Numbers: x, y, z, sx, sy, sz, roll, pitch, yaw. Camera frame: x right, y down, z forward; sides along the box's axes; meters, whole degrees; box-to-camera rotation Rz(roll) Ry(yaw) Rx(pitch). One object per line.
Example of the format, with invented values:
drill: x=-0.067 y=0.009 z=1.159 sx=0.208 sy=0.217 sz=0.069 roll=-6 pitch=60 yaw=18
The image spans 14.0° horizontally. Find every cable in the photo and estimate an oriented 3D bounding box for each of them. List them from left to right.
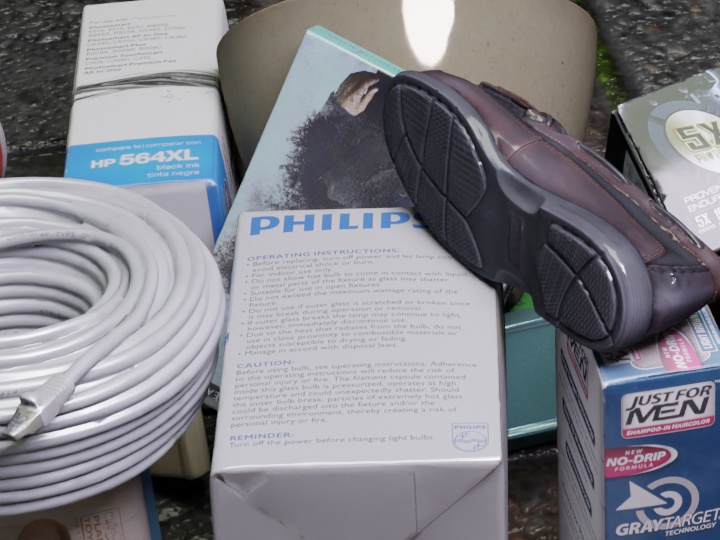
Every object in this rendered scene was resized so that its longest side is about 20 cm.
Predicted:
cable: x=-0.157 y=0.029 z=1.286 sx=0.200 sy=0.069 sz=0.200 roll=24 pitch=38 yaw=38

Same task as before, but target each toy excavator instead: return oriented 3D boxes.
toy excavator: x=-0.143 y=0.105 z=1.382 sx=0.194 sy=0.100 sz=0.200 roll=-13 pitch=11 yaw=-21

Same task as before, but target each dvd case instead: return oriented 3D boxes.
dvd case: x=0.000 y=0.000 z=1.438 sx=0.146 sy=0.200 sz=0.022 roll=29 pitch=21 yaw=11

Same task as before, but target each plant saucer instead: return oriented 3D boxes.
plant saucer: x=0.154 y=0.040 z=1.501 sx=0.200 sy=0.070 sz=0.019 roll=-12 pitch=-2 yaw=-10

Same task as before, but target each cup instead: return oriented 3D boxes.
cup: x=0.027 y=-0.050 z=1.515 sx=0.200 sy=0.200 sz=0.143 roll=-3 pitch=76 yaw=2

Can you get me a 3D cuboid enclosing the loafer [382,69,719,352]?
loafer: x=0.081 y=-0.029 z=1.268 sx=0.063 sy=0.072 sz=0.200 roll=-12 pitch=36 yaw=-28

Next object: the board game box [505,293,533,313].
board game box: x=0.166 y=-0.001 z=1.587 sx=0.200 sy=0.040 sz=0.153 roll=-11 pitch=34 yaw=-9

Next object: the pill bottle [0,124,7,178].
pill bottle: x=-0.288 y=-0.032 z=1.612 sx=0.114 sy=0.114 sz=0.200 roll=10 pitch=33 yaw=20

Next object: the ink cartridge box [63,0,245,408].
ink cartridge box: x=-0.106 y=-0.039 z=1.579 sx=0.084 sy=0.146 sz=0.200 roll=-5 pitch=34 yaw=3

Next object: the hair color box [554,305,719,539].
hair color box: x=0.126 y=0.099 z=1.300 sx=0.060 sy=0.200 sz=0.100 roll=-8 pitch=34 yaw=-6

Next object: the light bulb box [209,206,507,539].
light bulb box: x=0.004 y=0.104 z=1.309 sx=0.125 sy=0.198 sz=0.200 roll=-1 pitch=33 yaw=2

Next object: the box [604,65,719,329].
box: x=0.204 y=-0.032 z=1.401 sx=0.164 sy=0.200 sz=0.086 roll=-21 pitch=69 yaw=-6
